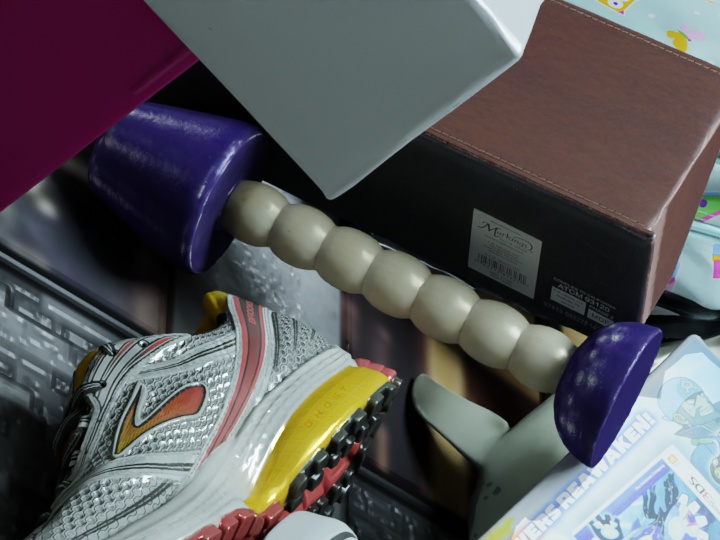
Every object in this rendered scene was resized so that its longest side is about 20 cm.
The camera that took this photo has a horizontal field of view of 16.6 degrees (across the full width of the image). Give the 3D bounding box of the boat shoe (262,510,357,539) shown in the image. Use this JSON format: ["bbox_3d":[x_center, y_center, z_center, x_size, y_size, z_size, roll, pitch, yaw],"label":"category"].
[{"bbox_3d":[-0.022,0.157,0.701,0.071,0.063,0.200,82,22,-46],"label":"boat shoe"}]

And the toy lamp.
[{"bbox_3d":[0.000,0.000,0.830,0.199,0.058,0.058,27,29,15],"label":"toy lamp"}]

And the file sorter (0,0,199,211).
[{"bbox_3d":[-0.146,-0.132,0.745,0.200,0.139,0.126,44,33,-20],"label":"file sorter"}]

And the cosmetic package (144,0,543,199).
[{"bbox_3d":[-0.036,-0.133,0.692,0.200,0.081,0.113,49,29,-14],"label":"cosmetic package"}]

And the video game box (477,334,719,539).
[{"bbox_3d":[0.108,0.148,0.815,0.182,0.047,0.200,47,61,6],"label":"video game box"}]

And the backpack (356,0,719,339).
[{"bbox_3d":[0.095,-0.061,0.962,0.199,0.127,0.167,26,34,14],"label":"backpack"}]

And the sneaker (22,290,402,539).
[{"bbox_3d":[-0.069,0.071,0.752,0.082,0.078,0.200,34,34,13],"label":"sneaker"}]

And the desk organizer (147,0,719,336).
[{"bbox_3d":[0.026,-0.058,0.857,0.199,0.072,0.077,26,60,17],"label":"desk organizer"}]

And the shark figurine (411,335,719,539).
[{"bbox_3d":[0.108,0.074,0.949,0.214,0.090,0.128,-28,42,-24],"label":"shark figurine"}]
